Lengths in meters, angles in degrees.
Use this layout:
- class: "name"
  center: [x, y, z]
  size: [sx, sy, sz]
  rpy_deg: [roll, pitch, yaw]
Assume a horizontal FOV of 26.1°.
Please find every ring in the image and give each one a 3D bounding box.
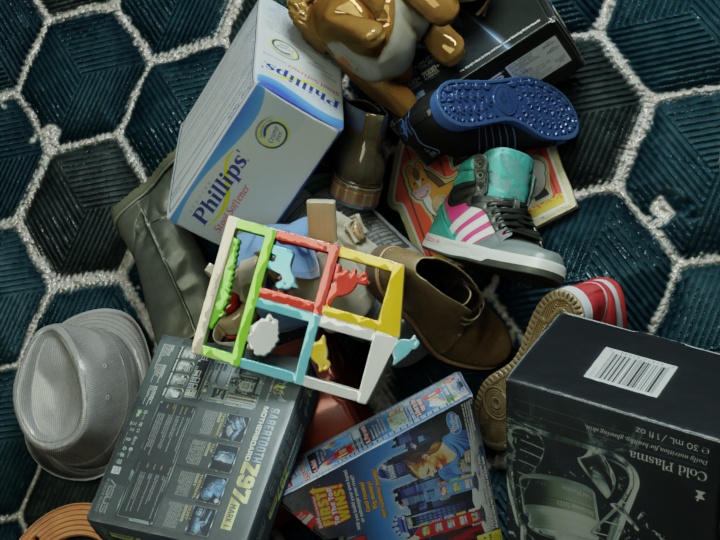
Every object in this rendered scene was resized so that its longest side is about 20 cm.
- class: "ring"
  center: [-0.306, 0.353, 1.678]
  size: [0.199, 0.019, 0.202]
  rpy_deg: [-8, 71, 22]

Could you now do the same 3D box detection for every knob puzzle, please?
- class: "knob puzzle"
  center: [0.112, -0.115, 1.620]
  size: [0.218, 0.030, 0.221]
  rpy_deg: [-8, 71, 23]

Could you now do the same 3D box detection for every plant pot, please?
- class: "plant pot"
  center: [-0.090, 0.165, 1.546]
  size: [0.194, 0.201, 0.202]
  rpy_deg: [-25, 65, 8]

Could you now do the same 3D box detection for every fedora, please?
- class: "fedora"
  center: [-0.321, 0.129, 1.712]
  size: [0.176, 0.090, 0.202]
  rpy_deg: [-10, 70, 22]

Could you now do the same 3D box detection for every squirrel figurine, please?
- class: "squirrel figurine"
  center: [0.035, -0.281, 1.540]
  size: [0.187, 0.142, 0.200]
  rpy_deg: [-49, 50, -9]

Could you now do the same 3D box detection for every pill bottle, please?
- class: "pill bottle"
  center: [0.000, 0.000, 1.589]
  size: [0.113, 0.113, 0.200]
  rpy_deg: [-49, 60, 4]

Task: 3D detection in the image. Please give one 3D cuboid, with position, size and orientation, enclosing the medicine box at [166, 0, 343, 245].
- class: "medicine box"
  center: [-0.106, -0.147, 1.583]
  size: [0.183, 0.102, 0.201]
  rpy_deg: [-53, 21, 28]

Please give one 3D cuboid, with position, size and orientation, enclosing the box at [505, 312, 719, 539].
- class: "box"
  center: [0.240, 0.169, 1.367]
  size: [0.199, 0.198, 0.124]
  rpy_deg: [15, 37, 28]

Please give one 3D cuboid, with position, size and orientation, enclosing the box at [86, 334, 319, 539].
- class: "box"
  center: [-0.140, 0.164, 1.424]
  size: [0.157, 0.051, 0.201]
  rpy_deg: [7, 59, 19]

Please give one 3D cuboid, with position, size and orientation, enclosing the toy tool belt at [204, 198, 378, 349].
- class: "toy tool belt"
  center: [-0.082, -0.005, 1.495]
  size: [0.199, 0.123, 0.125]
  rpy_deg: [-16, 39, 29]

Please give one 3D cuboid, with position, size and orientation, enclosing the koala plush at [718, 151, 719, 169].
- class: "koala plush"
  center: [0.445, -0.147, 1.407]
  size: [0.199, 0.184, 0.178]
  rpy_deg: [21, 84, 17]

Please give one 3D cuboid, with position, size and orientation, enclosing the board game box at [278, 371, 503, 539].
- class: "board game box"
  center: [0.024, 0.220, 1.461]
  size: [0.198, 0.062, 0.201]
  rpy_deg: [-14, 110, -4]

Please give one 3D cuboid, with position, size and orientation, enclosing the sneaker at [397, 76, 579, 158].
- class: "sneaker"
  center: [0.127, -0.148, 1.541]
  size: [0.078, 0.199, 0.071]
  rpy_deg: [-28, 66, 47]

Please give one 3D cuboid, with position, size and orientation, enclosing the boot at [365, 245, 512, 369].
- class: "boot"
  center: [0.093, 0.042, 1.483]
  size: [0.075, 0.200, 0.074]
  rpy_deg: [0, 63, 46]

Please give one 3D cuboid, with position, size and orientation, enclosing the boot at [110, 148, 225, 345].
- class: "boot"
  center: [-0.184, -0.022, 1.706]
  size: [0.182, 0.072, 0.201]
  rpy_deg: [-41, 54, 24]

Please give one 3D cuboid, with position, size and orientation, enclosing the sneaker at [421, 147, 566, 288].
- class: "sneaker"
  center: [0.144, -0.056, 1.506]
  size: [0.200, 0.083, 0.122]
  rpy_deg: [19, 89, 56]

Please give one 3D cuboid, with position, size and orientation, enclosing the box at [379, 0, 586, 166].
- class: "box"
  center: [0.107, -0.235, 1.609]
  size: [0.199, 0.086, 0.164]
  rpy_deg: [-32, 50, 13]

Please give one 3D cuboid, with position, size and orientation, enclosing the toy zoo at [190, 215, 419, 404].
- class: "toy zoo"
  center: [-0.042, 0.039, 1.408]
  size: [0.199, 0.020, 0.132]
  rpy_deg: [15, 88, 5]

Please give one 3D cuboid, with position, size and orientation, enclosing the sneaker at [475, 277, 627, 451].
- class: "sneaker"
  center: [0.189, 0.089, 1.508]
  size: [0.071, 0.112, 0.201]
  rpy_deg: [44, 126, 22]

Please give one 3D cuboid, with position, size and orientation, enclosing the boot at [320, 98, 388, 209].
- class: "boot"
  center: [-0.002, -0.144, 1.603]
  size: [0.200, 0.074, 0.098]
  rpy_deg: [-110, 31, -63]
